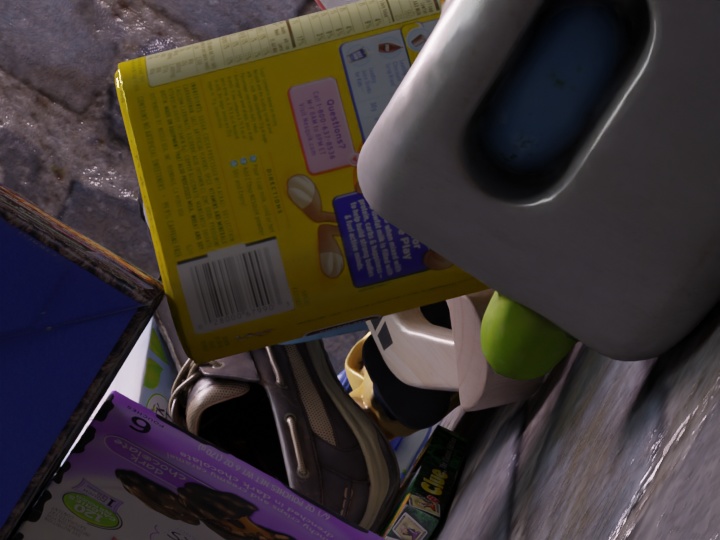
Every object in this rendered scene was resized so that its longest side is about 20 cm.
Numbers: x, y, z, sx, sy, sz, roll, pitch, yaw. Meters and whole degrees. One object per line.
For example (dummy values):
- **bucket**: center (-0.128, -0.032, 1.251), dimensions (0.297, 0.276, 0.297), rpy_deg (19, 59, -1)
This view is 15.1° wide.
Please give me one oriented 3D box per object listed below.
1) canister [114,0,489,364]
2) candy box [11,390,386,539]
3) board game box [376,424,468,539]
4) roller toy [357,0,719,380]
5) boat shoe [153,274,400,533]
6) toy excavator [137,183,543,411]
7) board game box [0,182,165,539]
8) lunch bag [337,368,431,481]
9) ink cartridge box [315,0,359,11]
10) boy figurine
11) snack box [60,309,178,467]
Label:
- **canister**: center (0.003, -0.050, 1.208), dimensions (0.087, 0.200, 0.149), rpy_deg (79, 177, -74)
- **candy box**: center (-0.072, 0.152, 1.171), dimensions (0.072, 0.168, 0.200), rpy_deg (-60, 1, 20)
- **board game box**: center (-0.009, 0.179, 1.396), dimensions (0.200, 0.023, 0.105), rpy_deg (-59, 4, 21)
- **roller toy**: center (0.088, -0.077, 0.935), dimensions (0.200, 0.140, 0.182), rpy_deg (-59, 2, -25)
- **boat shoe**: center (-0.057, 0.060, 1.391), dimensions (0.073, 0.200, 0.075), rpy_deg (2, -55, -43)
- **toy excavator**: center (0.000, 0.000, 1.323), dimensions (0.100, 0.200, 0.194), rpy_deg (-12, -19, -36)
- **board game box**: center (-0.165, 0.051, 1.141), dimensions (0.160, 0.097, 0.200), rpy_deg (-58, 3, -1)
- **lunch bag**: center (-0.037, 0.163, 1.605), dimensions (0.161, 0.082, 0.200), rpy_deg (-54, 6, 46)
- **ink cartridge box**: center (0.051, -0.183, 1.514), dimensions (0.116, 0.068, 0.200), rpy_deg (-38, -5, 18)
- **boy figurine**: center (0.035, 0.050, 1.466), dimensions (0.124, 0.064, 0.200), rpy_deg (-35, 0, -5)
- **snack box**: center (-0.098, 0.127, 1.429), dimensions (0.053, 0.142, 0.200), rpy_deg (-27, 29, 17)
